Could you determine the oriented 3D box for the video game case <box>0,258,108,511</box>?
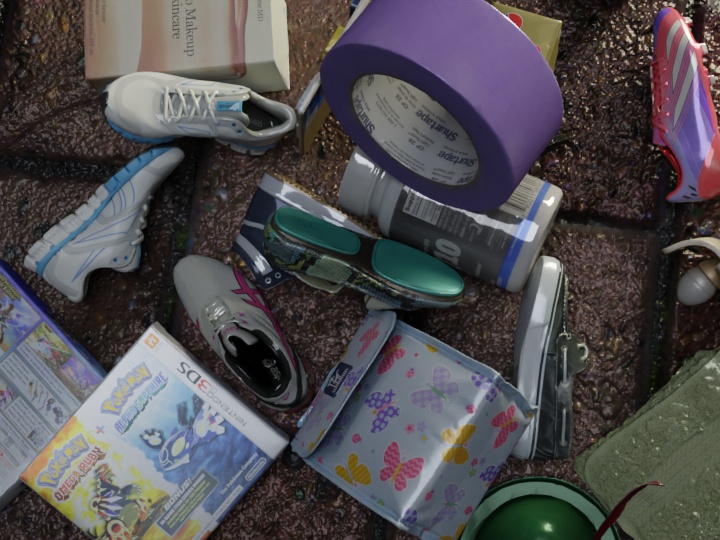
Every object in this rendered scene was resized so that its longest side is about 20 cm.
[{"bbox_3d":[-0.378,0.117,1.187,0.181,0.045,0.200,-44,79,-1],"label":"video game case"}]

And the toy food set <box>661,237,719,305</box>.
[{"bbox_3d":[0.358,0.051,1.064,0.060,0.144,0.200,-40,79,17],"label":"toy food set"}]

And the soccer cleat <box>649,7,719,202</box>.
[{"bbox_3d":[0.317,-0.166,1.145,0.076,0.067,0.200,-16,82,8],"label":"soccer cleat"}]

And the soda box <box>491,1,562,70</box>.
[{"bbox_3d":[0.144,-0.172,1.093,0.068,0.200,0.064,18,76,9],"label":"soda box"}]

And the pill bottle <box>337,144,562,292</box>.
[{"bbox_3d":[0.087,-0.067,1.128,0.200,0.114,0.114,24,84,10],"label":"pill bottle"}]

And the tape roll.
[{"bbox_3d":[0.069,-0.149,0.994,0.200,0.200,0.085,33,70,11],"label":"tape roll"}]

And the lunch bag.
[{"bbox_3d":[0.034,0.140,1.086,0.200,0.127,0.170,30,83,43],"label":"lunch bag"}]

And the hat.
[{"bbox_3d":[0.161,0.264,1.028,0.166,0.176,0.200,13,84,11],"label":"hat"}]

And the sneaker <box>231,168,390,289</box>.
[{"bbox_3d":[-0.034,-0.007,1.157,0.200,0.070,0.109,31,93,5],"label":"sneaker"}]

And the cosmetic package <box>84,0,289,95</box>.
[{"bbox_3d":[-0.180,-0.241,1.202,0.200,0.087,0.103,-5,79,6],"label":"cosmetic package"}]

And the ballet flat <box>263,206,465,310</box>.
[{"bbox_3d":[0.000,0.000,1.096,0.200,0.074,0.074,23,84,0],"label":"ballet flat"}]

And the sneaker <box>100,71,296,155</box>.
[{"bbox_3d":[-0.154,-0.163,1.137,0.200,0.087,0.075,2,86,-30],"label":"sneaker"}]

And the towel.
[{"bbox_3d":[0.308,0.179,1.062,0.148,0.036,0.200,47,118,9],"label":"towel"}]

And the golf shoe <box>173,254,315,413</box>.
[{"bbox_3d":[-0.121,0.054,1.143,0.073,0.092,0.200,-43,73,-2],"label":"golf shoe"}]

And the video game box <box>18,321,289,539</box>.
[{"bbox_3d":[-0.202,0.184,1.136,0.182,0.047,0.200,40,87,-2],"label":"video game box"}]

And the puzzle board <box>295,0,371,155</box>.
[{"bbox_3d":[-0.024,-0.198,1.119,0.017,0.200,0.151,30,85,1],"label":"puzzle board"}]

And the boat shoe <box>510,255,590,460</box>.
[{"bbox_3d":[0.188,0.088,1.121,0.071,0.072,0.200,7,92,0],"label":"boat shoe"}]

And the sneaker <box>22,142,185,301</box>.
[{"bbox_3d":[-0.247,-0.048,1.188,0.200,0.075,0.087,-44,93,1],"label":"sneaker"}]
